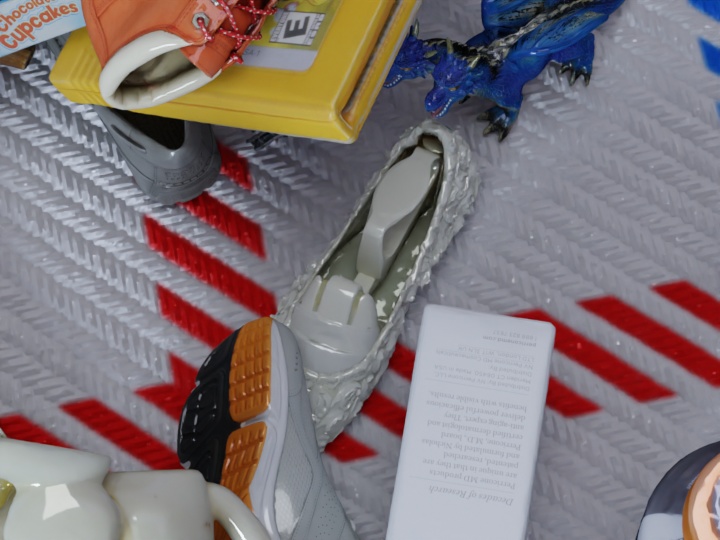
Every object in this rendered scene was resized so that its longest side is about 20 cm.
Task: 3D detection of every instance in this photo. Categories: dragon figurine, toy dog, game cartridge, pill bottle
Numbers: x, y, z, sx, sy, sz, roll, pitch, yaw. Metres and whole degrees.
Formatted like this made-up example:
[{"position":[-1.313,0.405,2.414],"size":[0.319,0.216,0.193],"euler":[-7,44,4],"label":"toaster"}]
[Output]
[{"position":[0.097,-0.135,1.350],"size":[0.199,0.100,0.059],"euler":[-34,72,-14],"label":"dragon figurine"},{"position":[-0.148,0.187,1.175],"size":[0.193,0.139,0.202],"euler":[12,84,-22],"label":"toy dog"},{"position":[-0.051,-0.157,1.273],"size":[0.199,0.032,0.177],"euler":[11,67,36],"label":"game cartridge"},{"position":[0.183,0.145,1.186],"size":[0.105,0.200,0.107],"euler":[0,68,1],"label":"pill bottle"}]

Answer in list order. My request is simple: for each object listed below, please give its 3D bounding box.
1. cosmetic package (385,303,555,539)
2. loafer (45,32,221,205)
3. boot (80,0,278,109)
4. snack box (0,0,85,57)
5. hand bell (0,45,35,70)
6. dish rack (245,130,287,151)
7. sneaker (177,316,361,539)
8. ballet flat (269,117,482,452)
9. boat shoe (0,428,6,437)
[{"position":[0.050,0.131,1.247],"size":[0.071,0.102,0.201],"euler":[9,70,4],"label":"cosmetic package"},{"position":[-0.138,-0.130,1.368],"size":[0.070,0.070,0.201],"euler":[-30,71,-10],"label":"loafer"},{"position":[-0.054,-0.149,1.210],"size":[0.199,0.075,0.108],"euler":[-23,55,27],"label":"boot"},{"position":[-0.186,-0.201,1.358],"size":[0.115,0.037,0.201],"euler":[-17,46,23],"label":"snack box"},{"position":[-0.277,-0.166,1.387],"size":[0.199,0.104,0.105],"euler":[25,71,-2],"label":"hand bell"},{"position":[0.002,-0.151,1.336],"size":[0.055,0.153,0.200],"euler":[42,75,-6],"label":"dish rack"},{"position":[-0.039,0.126,1.266],"size":[0.092,0.075,0.202],"euler":[16,65,-40],"label":"sneaker"},{"position":[0.000,0.000,1.319],"size":[0.071,0.072,0.201],"euler":[25,72,10],"label":"ballet flat"},{"position":[-0.230,0.087,1.288],"size":[0.073,0.063,0.201],"euler":[-30,72,-11],"label":"boat shoe"}]
